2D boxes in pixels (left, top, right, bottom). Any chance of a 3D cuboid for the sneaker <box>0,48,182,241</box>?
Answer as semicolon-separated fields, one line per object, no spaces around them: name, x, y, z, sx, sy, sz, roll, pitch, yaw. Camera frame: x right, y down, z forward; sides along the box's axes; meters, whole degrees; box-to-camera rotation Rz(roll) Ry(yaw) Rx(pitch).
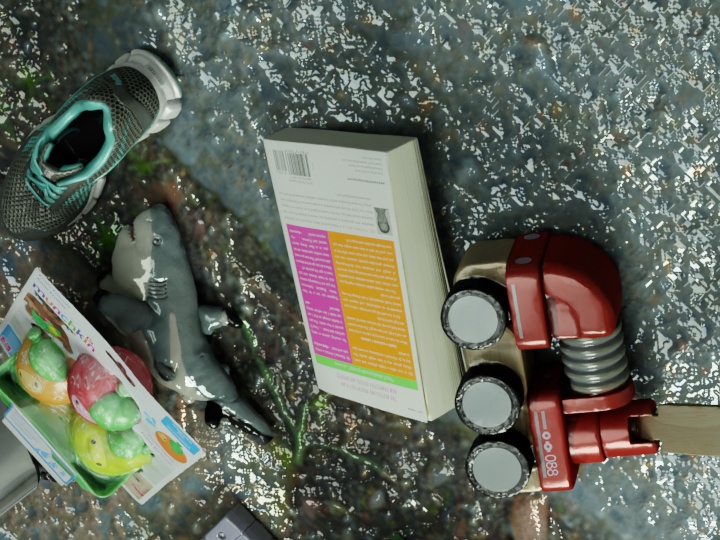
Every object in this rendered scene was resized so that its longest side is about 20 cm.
sneaker;-0.222;-0.086;1.519;0.078;0.091;0.200;46;123;1

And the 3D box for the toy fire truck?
toy fire truck;0.166;0.068;1.399;0.200;0.129;0.176;-5;110;14

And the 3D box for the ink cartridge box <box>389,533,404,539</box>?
ink cartridge box;0.056;0.320;1.537;0.200;0.147;0.083;41;122;3

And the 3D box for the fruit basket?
fruit basket;-0.209;0.097;1.553;0.185;0.094;0.200;48;160;-1

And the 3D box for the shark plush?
shark plush;-0.129;0.052;1.555;0.083;0.091;0.200;-34;89;1

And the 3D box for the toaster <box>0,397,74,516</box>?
toaster;-0.375;0.142;1.677;0.200;0.119;0.181;-19;104;30

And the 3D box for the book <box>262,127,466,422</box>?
book;0.000;0.000;1.463;0.133;0.048;0.200;10;118;46

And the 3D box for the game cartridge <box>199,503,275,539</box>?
game cartridge;-0.117;0.295;1.675;0.130;0.038;0.200;47;123;5
